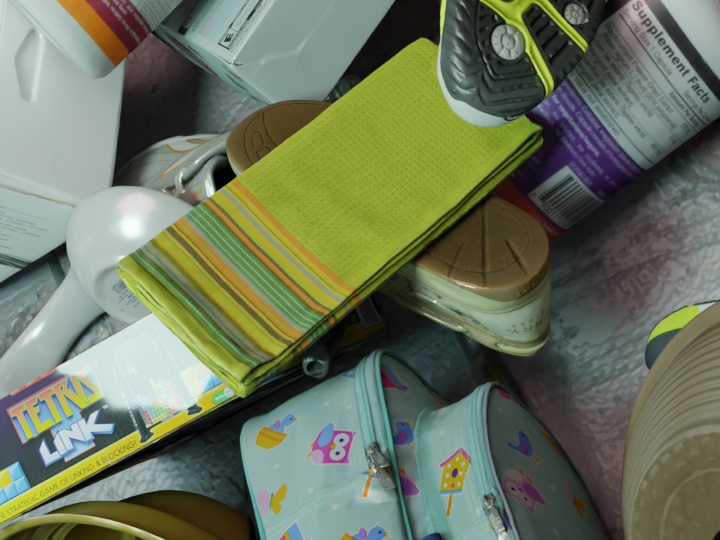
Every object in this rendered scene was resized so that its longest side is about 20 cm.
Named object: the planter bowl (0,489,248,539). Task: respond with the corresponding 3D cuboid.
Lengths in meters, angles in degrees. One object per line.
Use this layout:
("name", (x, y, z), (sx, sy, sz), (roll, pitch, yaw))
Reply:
("planter bowl", (-0.091, 0.172, 0.989), (0.199, 0.202, 0.084), (-4, 33, 30))

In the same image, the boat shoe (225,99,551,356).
("boat shoe", (0.010, -0.020, 0.955), (0.073, 0.063, 0.199), (-38, 50, -22))

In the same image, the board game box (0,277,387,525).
("board game box", (-0.092, 0.054, 0.995), (0.164, 0.200, 0.057), (-28, 86, 18))

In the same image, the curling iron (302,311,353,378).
("curling iron", (0.000, 0.000, 0.988), (0.049, 0.026, 0.200), (-11, 20, 20))

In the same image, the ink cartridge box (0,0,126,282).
("ink cartridge box", (-0.220, -0.078, 1.154), (0.199, 0.084, 0.148), (-24, 56, 50))

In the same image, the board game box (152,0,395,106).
("board game box", (-0.048, -0.177, 1.099), (0.148, 0.064, 0.200), (-54, 32, -1))

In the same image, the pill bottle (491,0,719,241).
("pill bottle", (0.128, -0.109, 0.979), (0.199, 0.111, 0.112), (-37, 56, 13))

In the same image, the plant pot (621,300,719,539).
("plant pot", (0.177, 0.107, 0.823), (0.200, 0.092, 0.203), (7, 101, 43))

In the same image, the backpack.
("backpack", (0.034, 0.135, 0.899), (0.153, 0.176, 0.201), (-37, 47, 11))

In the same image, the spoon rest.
("spoon rest", (-0.142, 0.014, 1.100), (0.200, 0.099, 0.061), (-37, 26, 40))

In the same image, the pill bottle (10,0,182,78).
("pill bottle", (-0.106, -0.206, 1.030), (0.200, 0.110, 0.109), (-46, 54, -3))

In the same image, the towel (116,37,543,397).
("towel", (-0.011, -0.031, 0.895), (0.086, 0.018, 0.200), (41, 63, 19))

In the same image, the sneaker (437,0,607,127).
("sneaker", (0.071, -0.143, 0.931), (0.076, 0.075, 0.202), (-49, 22, 53))

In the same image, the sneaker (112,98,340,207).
("sneaker", (-0.086, -0.044, 1.084), (0.198, 0.092, 0.076), (-20, 90, 25))

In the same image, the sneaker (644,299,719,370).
("sneaker", (0.212, 0.066, 0.883), (0.199, 0.074, 0.082), (14, 83, 37))
